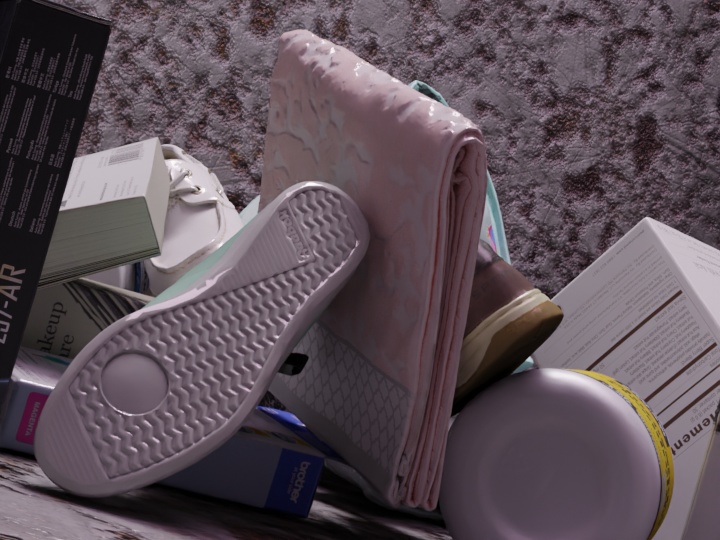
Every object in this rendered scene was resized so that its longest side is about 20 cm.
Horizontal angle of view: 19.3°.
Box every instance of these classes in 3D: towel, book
[{"bbox_3d":[-0.005,-0.006,1.046,0.032,0.192,0.200,-1,19,-27],"label":"towel"},{"bbox_3d":[-0.201,-0.020,1.105,0.198,0.048,0.134,-14,18,2],"label":"book"}]

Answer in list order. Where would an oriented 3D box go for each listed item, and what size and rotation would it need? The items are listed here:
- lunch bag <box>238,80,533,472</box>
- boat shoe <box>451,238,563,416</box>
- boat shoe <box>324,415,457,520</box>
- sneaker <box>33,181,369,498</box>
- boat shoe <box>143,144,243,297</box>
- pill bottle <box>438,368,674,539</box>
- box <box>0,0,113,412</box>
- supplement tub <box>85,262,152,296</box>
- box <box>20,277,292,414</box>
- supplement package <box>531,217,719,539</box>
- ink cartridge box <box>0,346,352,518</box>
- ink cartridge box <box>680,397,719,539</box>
[{"bbox_3d":[0.000,0.000,1.304,0.121,0.201,0.170,16,-40,-41],"label":"lunch bag"},{"bbox_3d":[0.040,0.037,1.079,0.071,0.066,0.201,-26,-9,-25],"label":"boat shoe"},{"bbox_3d":[0.054,0.122,1.239,0.200,0.070,0.072,19,19,-46],"label":"boat shoe"},{"bbox_3d":[-0.080,0.051,0.988,0.074,0.200,0.118,45,-33,5],"label":"sneaker"},{"bbox_3d":[-0.115,-0.034,1.307,0.070,0.071,0.200,61,-3,-18],"label":"boat shoe"},{"bbox_3d":[0.109,0.108,1.117,0.111,0.113,0.200,17,1,12],"label":"pill bottle"},{"bbox_3d":[-0.173,-0.023,0.954,0.043,0.201,0.160,16,1,-18],"label":"box"},{"bbox_3d":[-0.202,0.003,1.368,0.131,0.133,0.200,17,0,1],"label":"supplement tub"},{"bbox_3d":[-0.123,0.054,1.176,0.199,0.083,0.068,15,2,-30],"label":"box"},{"bbox_3d":[0.215,0.088,1.342,0.121,0.120,0.201,19,35,-54],"label":"supplement package"},{"bbox_3d":[-0.101,0.082,1.076,0.199,0.042,0.119,14,4,-24],"label":"ink cartridge box"},{"bbox_3d":[0.228,0.098,1.096,0.083,0.201,0.145,16,0,19],"label":"ink cartridge box"}]
